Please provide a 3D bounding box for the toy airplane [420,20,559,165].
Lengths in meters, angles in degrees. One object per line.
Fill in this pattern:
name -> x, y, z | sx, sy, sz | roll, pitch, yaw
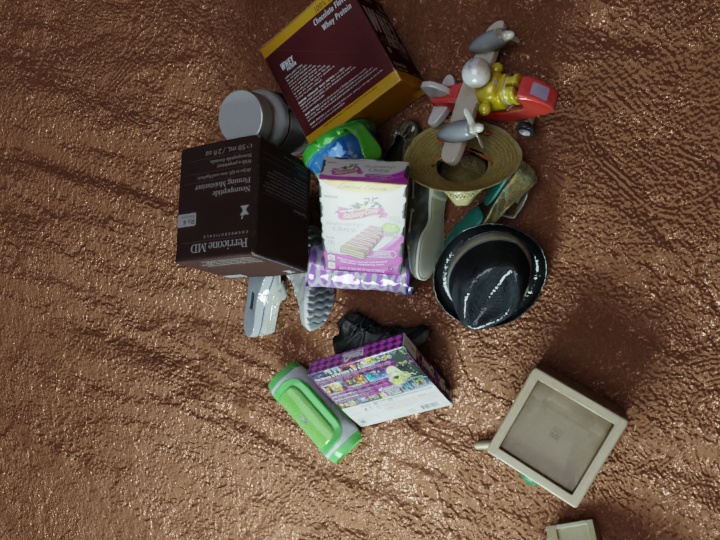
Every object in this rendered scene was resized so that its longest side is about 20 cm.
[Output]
toy airplane -> 0.183, -0.286, 1.021 | 0.199, 0.141, 0.200 | -30, 61, 11

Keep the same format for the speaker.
speaker -> -0.088, 0.275, 1.262 | 0.200, 0.088, 0.088 | 46, 113, 14

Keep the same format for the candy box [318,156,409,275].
candy box -> 0.006, -0.083, 1.043 | 0.136, 0.061, 0.200 | 4, 136, 5

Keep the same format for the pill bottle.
pill bottle -> -0.157, -0.264, 1.160 | 0.109, 0.200, 0.110 | 3, 98, 26

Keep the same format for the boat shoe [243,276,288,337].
boat shoe -> -0.180, 0.040, 1.287 | 0.071, 0.070, 0.201 | 34, 118, 50

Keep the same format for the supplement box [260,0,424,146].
supplement box -> -0.027, -0.349, 1.123 | 0.197, 0.133, 0.200 | -31, 83, 26

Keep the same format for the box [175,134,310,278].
box -> -0.196, -0.101, 1.106 | 0.165, 0.164, 0.201 | -5, 77, 26

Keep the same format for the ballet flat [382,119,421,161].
ballet flat -> 0.053, -0.173, 1.155 | 0.067, 0.046, 0.200 | 30, 109, 21

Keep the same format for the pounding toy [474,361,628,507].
pounding toy -> 0.299, 0.269, 1.059 | 0.184, 0.142, 0.200 | 30, 98, 19

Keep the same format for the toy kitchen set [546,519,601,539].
toy kitchen set -> 0.353, 0.555, 1.090 | 0.163, 0.180, 0.200 | -20, 48, 24

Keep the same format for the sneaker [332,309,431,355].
sneaker -> 0.028, 0.118, 1.189 | 0.199, 0.076, 0.114 | -23, 93, 32

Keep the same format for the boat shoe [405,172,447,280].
boat shoe -> 0.108, -0.081, 1.118 | 0.057, 0.067, 0.201 | 3, 78, 43

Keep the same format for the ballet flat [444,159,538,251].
ballet flat -> 0.221, -0.094, 1.079 | 0.071, 0.071, 0.200 | 43, 114, 15

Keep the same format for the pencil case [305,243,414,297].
pencil case -> 0.000, 0.000, 1.160 | 0.199, 0.084, 0.086 | 8, 136, 7

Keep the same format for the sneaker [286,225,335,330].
sneaker -> -0.103, 0.015, 1.254 | 0.082, 0.075, 0.201 | -1, 92, 44

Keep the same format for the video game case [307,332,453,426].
video game case -> 0.037, 0.203, 1.161 | 0.200, 0.036, 0.181 | -21, 127, 27

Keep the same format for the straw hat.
straw hat -> 0.167, -0.157, 1.058 | 0.201, 0.201, 0.085 | 15, 139, 24

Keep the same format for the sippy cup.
sippy cup -> -0.012, -0.168, 1.113 | 0.139, 0.178, 0.131 | -29, 82, 13

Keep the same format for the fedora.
fedora -> 0.206, 0.027, 1.046 | 0.200, 0.092, 0.201 | 5, 119, 10
